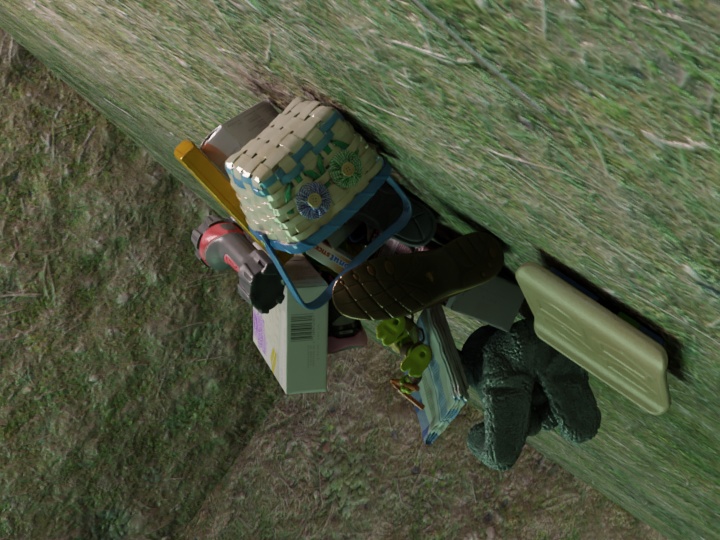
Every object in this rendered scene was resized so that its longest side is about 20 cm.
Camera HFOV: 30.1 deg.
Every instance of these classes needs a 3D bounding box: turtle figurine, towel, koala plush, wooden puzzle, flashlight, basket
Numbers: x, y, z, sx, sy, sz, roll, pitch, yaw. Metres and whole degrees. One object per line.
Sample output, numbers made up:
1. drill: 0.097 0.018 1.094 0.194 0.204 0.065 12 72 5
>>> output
1. turtle figurine: 0.054 0.093 1.706 0.161 0.064 0.201 -154 39 -83
2. towel: 0.093 0.135 1.759 0.200 0.024 0.148 113 143 -63
3. koala plush: 0.194 0.128 1.755 0.200 0.176 0.185 -140 38 -65
4. wooden puzzle: 0.260 0.067 1.440 0.185 0.046 0.200 35 169 22
5. flashlight: -0.146 -0.006 1.618 0.068 0.068 0.200 48 177 -33
6. basket: -0.046 -0.075 1.492 0.139 0.176 0.200 28 160 49

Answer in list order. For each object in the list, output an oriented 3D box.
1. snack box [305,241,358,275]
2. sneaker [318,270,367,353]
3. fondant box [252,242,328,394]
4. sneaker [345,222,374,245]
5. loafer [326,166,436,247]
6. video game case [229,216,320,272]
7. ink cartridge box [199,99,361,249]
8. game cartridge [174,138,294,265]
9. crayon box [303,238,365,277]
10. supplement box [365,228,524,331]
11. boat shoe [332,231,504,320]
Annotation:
1. snack box: 0.000 0.000 1.657 0.072 0.024 0.200 32 -177 20
2. sneaker: -0.043 0.042 1.775 0.200 0.078 0.096 -149 46 -69
3. fondant box: -0.094 0.057 1.742 0.058 0.145 0.200 -3 -162 -15
4. sneaker: 0.023 -0.052 1.785 0.072 0.073 0.200 29 171 47
5. loafer: 0.001 -0.092 1.618 0.199 0.072 0.063 34 179 -2
6. video game case: -0.100 -0.039 1.913 0.023 0.200 0.183 -15 112 32
7. ink cartridge box: -0.089 -0.110 1.636 0.200 0.050 0.162 49 -156 -3
8. game cartridge: -0.158 -0.085 1.633 0.176 0.032 0.200 47 180 -12
9. crayon box: -0.072 -0.087 1.818 0.172 0.058 0.201 42 -165 -40
10. supplement box: 0.102 0.004 1.676 0.108 0.061 0.200 21 -173 -37
11. boat shoe: 0.067 0.013 1.514 0.068 0.199 0.073 49 -155 -77
